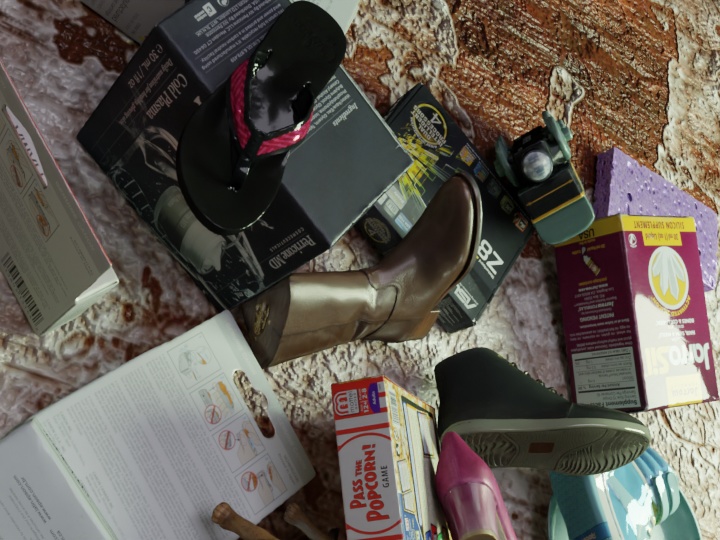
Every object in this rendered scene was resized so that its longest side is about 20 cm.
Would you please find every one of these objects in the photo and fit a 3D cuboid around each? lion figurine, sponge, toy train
[{"bbox_3d":[-0.041,0.226,0.724,0.198,0.121,0.074,9,103,-52],"label":"lion figurine"},{"bbox_3d":[0.365,-0.059,1.209,0.198,0.030,0.114,26,61,-27],"label":"sponge"},{"bbox_3d":[0.193,-0.098,1.027,0.115,0.084,0.200,62,13,-7],"label":"toy train"}]

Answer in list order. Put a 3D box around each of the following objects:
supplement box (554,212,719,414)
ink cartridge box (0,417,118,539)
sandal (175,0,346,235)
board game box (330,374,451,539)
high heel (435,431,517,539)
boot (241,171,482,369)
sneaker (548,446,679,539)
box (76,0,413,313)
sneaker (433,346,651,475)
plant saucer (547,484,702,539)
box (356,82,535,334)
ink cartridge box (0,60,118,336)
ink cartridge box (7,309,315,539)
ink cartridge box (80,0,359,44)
[{"bbox_3d":[0.295,0.048,1.059,0.129,0.102,0.205,-1,82,-36],"label":"supplement box"},{"bbox_3d":[-0.245,0.236,0.646,0.198,0.043,0.198,-34,94,-15],"label":"ink cartridge box"},{"bbox_3d":[-0.062,-0.115,0.666,0.075,0.045,0.202,36,61,-18],"label":"sandal"},{"bbox_3d":[0.032,0.178,0.800,0.200,0.045,0.155,45,37,-68],"label":"board game box"},{"bbox_3d":[0.104,0.226,0.862,0.201,0.066,0.097,60,15,-49],"label":"high heel"},{"bbox_3d":[0.000,0.000,0.849,0.197,0.189,0.064,-4,35,-36],"label":"boot"},{"bbox_3d":[0.264,0.251,0.939,0.128,0.080,0.204,1,67,-26],"label":"sneaker"},{"bbox_3d":[-0.097,-0.098,0.788,0.197,0.199,0.124,50,54,-8],"label":"box"},{"bbox_3d":[0.166,0.123,0.908,0.195,0.076,0.107,5,43,-9],"label":"sneaker"},{"bbox_3d":[0.262,0.278,0.994,0.196,0.036,0.204,12,62,-23],"label":"plant saucer"},{"bbox_3d":[0.076,-0.065,0.994,0.201,0.049,0.162,49,54,-13],"label":"box"},{"bbox_3d":[-0.235,-0.070,0.695,0.044,0.175,0.203,-29,90,-38],"label":"ink cartridge box"},{"bbox_3d":[-0.147,0.145,0.765,0.199,0.047,0.162,-30,92,-42],"label":"ink cartridge box"},{"bbox_3d":[-0.121,-0.235,0.855,0.198,0.145,0.084,34,58,-20],"label":"ink cartridge box"}]
